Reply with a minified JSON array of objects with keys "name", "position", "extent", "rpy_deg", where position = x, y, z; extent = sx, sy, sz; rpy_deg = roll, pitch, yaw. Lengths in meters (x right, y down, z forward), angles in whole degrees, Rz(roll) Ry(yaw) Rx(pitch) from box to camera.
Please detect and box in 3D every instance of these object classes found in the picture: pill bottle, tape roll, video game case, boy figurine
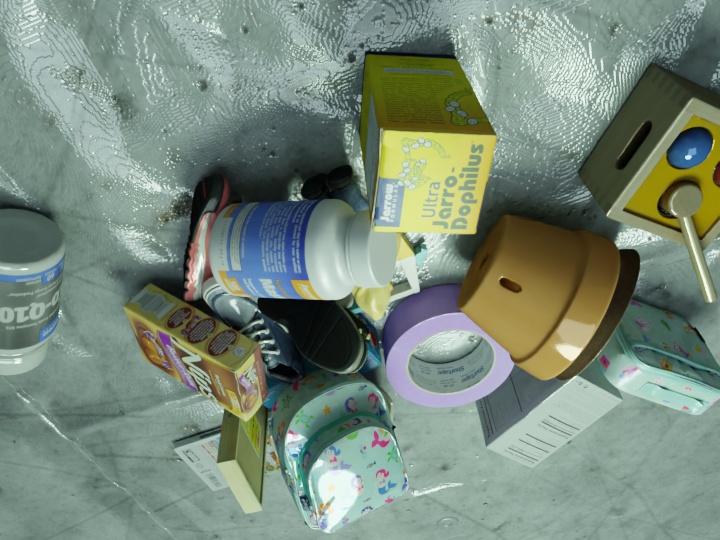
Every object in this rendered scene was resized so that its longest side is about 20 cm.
[{"name":"pill bottle","position":[-0.063,-0.024,0.694],"extent":[0.197,0.113,0.113],"rpy_deg":[1,132,25]},{"name":"tape roll","position":[0.133,0.119,0.933],"extent":[0.196,0.066,0.203],"rpy_deg":[-2,127,-3]},{"name":"video game case","position":[-0.211,0.327,1.092],"extent":[0.197,0.018,0.144],"rpy_deg":[-19,126,10]},{"name":"boy figurine","position":[-0.001,-0.031,0.780],"extent":[0.123,0.065,0.202],"rpy_deg":[-21,114,11]},{"name":"pill bottle","position":[-0.448,0.033,0.785],"extent":[0.112,0.115,0.202],"rpy_deg":[14,126,-15]}]

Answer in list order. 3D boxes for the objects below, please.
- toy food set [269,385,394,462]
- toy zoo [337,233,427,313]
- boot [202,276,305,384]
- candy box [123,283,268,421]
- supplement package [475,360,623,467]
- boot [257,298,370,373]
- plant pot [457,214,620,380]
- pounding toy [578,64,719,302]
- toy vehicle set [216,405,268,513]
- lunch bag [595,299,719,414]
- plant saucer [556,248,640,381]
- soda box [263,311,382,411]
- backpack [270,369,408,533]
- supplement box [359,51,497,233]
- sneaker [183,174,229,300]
[{"name":"toy food set","position":[-0.044,0.259,0.984],"extent":[0.197,0.061,0.144],"rpy_deg":[-15,149,-8]},{"name":"toy zoo","position":[0.000,0.000,0.857],"extent":[0.197,0.021,0.132],"rpy_deg":[-20,126,10]},{"name":"boot","position":[-0.136,0.083,0.830],"extent":[0.072,0.091,0.200],"rpy_deg":[-29,143,15]},{"name":"candy box","position":[-0.222,0.110,0.829],"extent":[0.198,0.057,0.118],"rpy_deg":[23,139,21]},{"name":"supplement package","position":[0.294,0.205,0.981],"extent":[0.109,0.115,0.200],"rpy_deg":[27,122,-22]},{"name":"boot","position":[-0.026,0.080,0.777],"extent":[0.153,0.203,0.074],"rpy_deg":[31,89,-45]},{"name":"plant pot","position":[0.218,0.019,0.795],"extent":[0.139,0.201,0.202],"rpy_deg":[27,123,0]},{"name":"pounding toy","position":[0.391,-0.100,0.736],"extent":[0.181,0.143,0.202],"rpy_deg":[16,125,-16]},{"name":"toy vehicle set","position":[-0.171,0.237,0.911],"extent":[0.026,0.201,0.126],"rpy_deg":[-11,127,4]},{"name":"lunch bag","position":[0.440,0.126,0.902],"extent":[0.197,0.162,0.078],"rpy_deg":[17,125,-16]},{"name":"plant saucer","position":[0.304,0.052,0.827],"extent":[0.036,0.201,0.202],"rpy_deg":[29,123,4]},{"name":"soda box","position":[-0.067,0.143,0.931],"extent":[0.198,0.068,0.064],"rpy_deg":[-29,127,17]},{"name":"backpack","position":[-0.031,0.245,0.854],"extent":[0.175,0.150,0.203],"rpy_deg":[-20,103,-19]},{"name":"supplement box","position":[0.060,-0.141,0.640],"extent":[0.107,0.201,0.110],"rpy_deg":[1,129,-5]},{"name":"sneaker","position":[-0.180,-0.041,0.791],"extent":[0.085,0.074,0.202],"rpy_deg":[4,135,-21]}]
